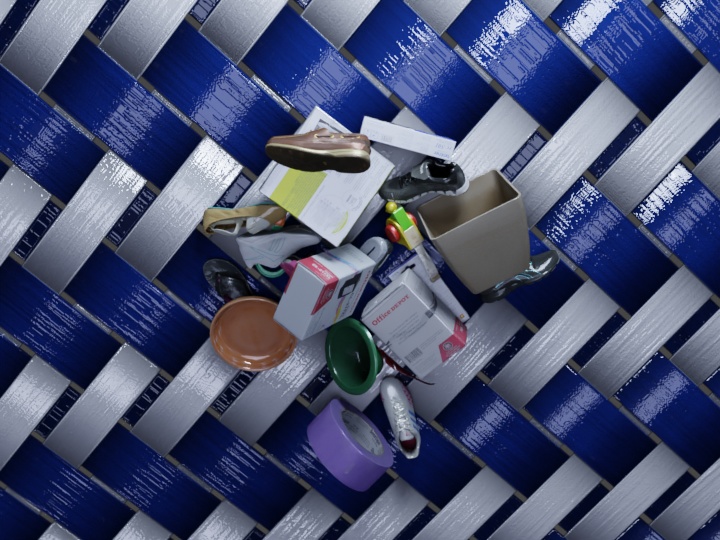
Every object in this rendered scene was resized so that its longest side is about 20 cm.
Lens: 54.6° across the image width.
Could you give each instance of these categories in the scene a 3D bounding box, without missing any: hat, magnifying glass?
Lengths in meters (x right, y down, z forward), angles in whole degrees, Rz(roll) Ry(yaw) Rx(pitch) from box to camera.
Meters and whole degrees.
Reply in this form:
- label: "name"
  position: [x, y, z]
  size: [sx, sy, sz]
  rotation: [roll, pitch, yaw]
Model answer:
- label: "hat"
  position: [0.037, 0.200, 1.634]
  size: [0.165, 0.175, 0.202]
  rotation: [-24, 78, 43]
- label: "magnifying glass"
  position: [-0.188, -0.082, 1.567]
  size: [0.079, 0.022, 0.202]
  rotation: [12, 106, -3]

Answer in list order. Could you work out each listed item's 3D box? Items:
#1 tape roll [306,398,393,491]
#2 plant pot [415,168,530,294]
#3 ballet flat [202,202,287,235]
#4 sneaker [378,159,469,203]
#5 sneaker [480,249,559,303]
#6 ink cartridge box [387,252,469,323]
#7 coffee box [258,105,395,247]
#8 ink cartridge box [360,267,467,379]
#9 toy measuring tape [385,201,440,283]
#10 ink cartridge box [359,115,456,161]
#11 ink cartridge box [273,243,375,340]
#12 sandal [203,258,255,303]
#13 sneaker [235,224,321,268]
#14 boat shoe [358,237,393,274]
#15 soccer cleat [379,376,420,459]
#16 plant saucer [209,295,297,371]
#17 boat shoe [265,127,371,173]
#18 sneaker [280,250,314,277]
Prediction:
- label: "tape roll"
  position: [-0.023, 0.397, 1.595]
  size: [0.200, 0.200, 0.085]
  rotation: [42, 101, -10]
- label: "plant pot"
  position: [0.257, -0.073, 1.492]
  size: [0.199, 0.200, 0.178]
  rotation: [-27, 114, 6]
- label: "ballet flat"
  position: [-0.253, -0.105, 1.518]
  size: [0.198, 0.069, 0.064]
  rotation: [-2, 65, 19]
- label: "sneaker"
  position: [0.129, -0.197, 1.489]
  size: [0.198, 0.067, 0.091]
  rotation: [-5, 149, 15]
- label: "sneaker"
  position: [0.350, -0.001, 1.562]
  size: [0.199, 0.075, 0.080]
  rotation: [-28, 100, 6]
- label: "ink cartridge box"
  position: [0.156, 0.057, 1.596]
  size: [0.094, 0.037, 0.201]
  rotation: [-36, 104, 9]
- label: "coffee box"
  position: [-0.071, -0.191, 1.437]
  size: [0.197, 0.200, 0.201]
  rotation: [35, 95, -9]
- label: "ink cartridge box"
  position: [0.120, 0.118, 1.555]
  size: [0.200, 0.085, 0.145]
  rotation: [44, 115, -10]
- label: "toy measuring tape"
  position: [0.108, -0.063, 1.537]
  size: [0.073, 0.074, 0.201]
  rotation: [-30, 101, 7]
- label: "ink cartridge box"
  position: [0.097, -0.281, 1.480]
  size: [0.198, 0.094, 0.045]
  rotation: [15, 104, -3]
- label: "ink cartridge box"
  position: [-0.070, 0.039, 1.443]
  size: [0.083, 0.199, 0.147]
  rotation: [35, 118, 20]
- label: "sandal"
  position: [-0.280, 0.054, 1.585]
  size: [0.075, 0.048, 0.201]
  rotation: [-37, 102, 9]
- label: "sneaker"
  position: [-0.172, -0.052, 1.525]
  size: [0.198, 0.070, 0.081]
  rotation: [-6, 106, 20]
- label: "boat shoe"
  position: [0.000, 0.000, 1.559]
  size: [0.200, 0.071, 0.073]
  rotation: [-38, 67, 30]
- label: "soccer cleat"
  position: [0.100, 0.348, 1.642]
  size: [0.069, 0.086, 0.202]
  rotation: [-19, 103, 4]
- label: "plant saucer"
  position: [-0.242, 0.140, 1.593]
  size: [0.198, 0.038, 0.202]
  rotation: [-2, 120, -4]
- label: "boat shoe"
  position: [-0.077, -0.228, 1.302]
  size: [0.198, 0.072, 0.068]
  rotation: [5, 65, 3]
- label: "sneaker"
  position: [-0.113, -0.006, 1.509]
  size: [0.087, 0.200, 0.074]
  rotation: [-42, 77, -5]
